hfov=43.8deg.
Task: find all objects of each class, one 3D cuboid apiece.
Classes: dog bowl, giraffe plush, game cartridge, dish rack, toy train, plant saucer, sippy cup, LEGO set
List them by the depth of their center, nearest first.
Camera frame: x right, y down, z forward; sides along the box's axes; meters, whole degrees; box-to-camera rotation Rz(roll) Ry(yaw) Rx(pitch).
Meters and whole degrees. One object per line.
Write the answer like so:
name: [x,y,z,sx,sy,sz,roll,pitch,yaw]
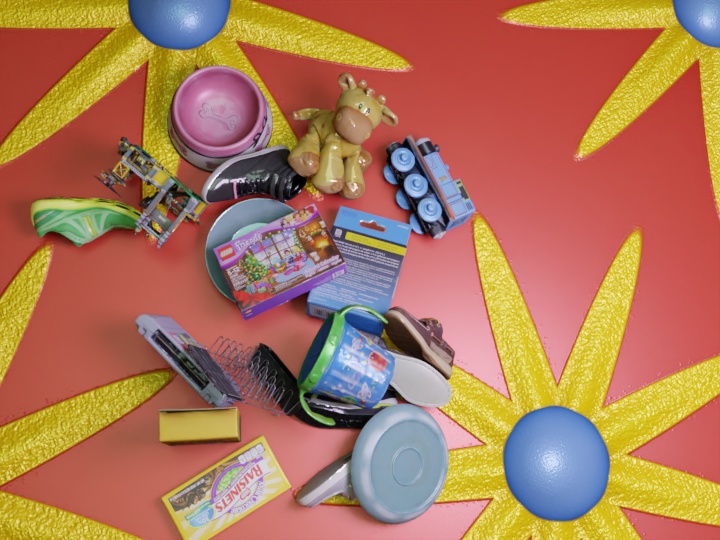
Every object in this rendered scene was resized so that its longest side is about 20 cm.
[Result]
sippy cup: [-0.018,0.157,1.457,0.129,0.179,0.140,28,37,-9]
dish rack: [-0.188,0.168,1.473,0.055,0.199,0.153,-53,51,8]
game cartridge: [-0.287,0.150,1.508,0.200,0.133,0.041,44,87,7]
plant saucer: [0.075,0.329,1.513,0.198,0.027,0.204,0,90,-31]
LEGO set: [-0.370,-0.124,1.561,0.199,0.154,0.116,40,91,-14]
giraffe plush: [-0.021,-0.251,1.595,0.171,0.162,0.203,15,55,-33]
plant saucer: [-0.180,-0.028,1.612,0.198,0.039,0.204,2,76,-6]
dog bowl: [-0.260,-0.287,1.649,0.197,0.074,0.203,1,77,-5]
toy train: [0.123,-0.158,1.655,0.113,0.087,0.202,-23,77,-20]

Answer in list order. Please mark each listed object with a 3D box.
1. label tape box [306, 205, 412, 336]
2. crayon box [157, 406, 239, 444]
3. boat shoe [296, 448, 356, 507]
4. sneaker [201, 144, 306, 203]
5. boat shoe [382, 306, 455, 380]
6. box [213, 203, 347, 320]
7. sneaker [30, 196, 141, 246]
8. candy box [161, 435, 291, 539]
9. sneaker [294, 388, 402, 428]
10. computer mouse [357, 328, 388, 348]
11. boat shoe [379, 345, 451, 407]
label tape box: [0.000,0.000,1.598,0.142,0.064,0.202,16,63,5]
crayon box: [-0.259,0.254,1.453,0.125,0.200,0.052,-2,77,-6]
boat shoe: [-0.013,0.353,1.520,0.199,0.070,0.072,-33,97,-11]
sneaker: [-0.181,-0.155,1.592,0.199,0.071,0.099,-28,52,-30]
boat shoe: [0.108,0.112,1.553,0.200,0.072,0.073,46,61,-36]
box: [-0.140,-0.017,1.552,0.198,0.039,0.138,-25,62,-9]
sneaker: [-0.481,-0.085,1.588,0.197,0.074,0.085,3,101,-8]
candy box: [-0.226,0.376,1.517,0.198,0.026,0.103,-30,85,-12]
sneaker: [-0.026,0.227,1.564,0.197,0.072,0.084,7,51,-5]
computer mouse: [0.054,0.167,1.596,0.199,0.034,0.059,35,83,-3]
boat shoe: [0.065,0.174,1.549,0.199,0.061,0.073,25,92,-4]
